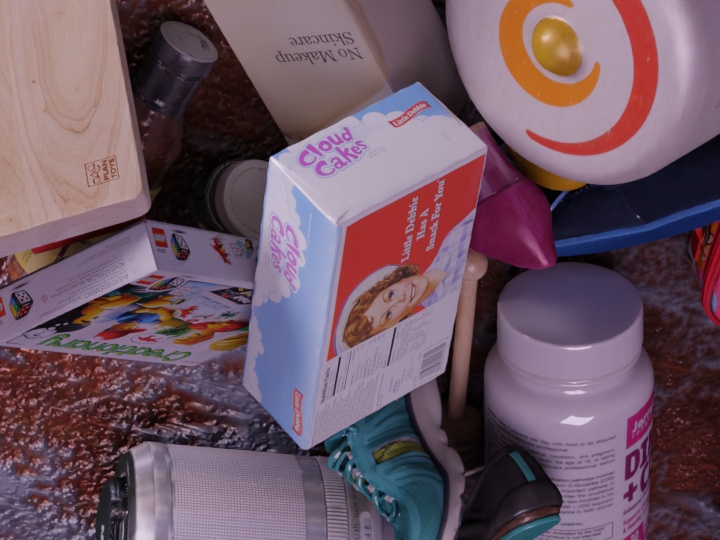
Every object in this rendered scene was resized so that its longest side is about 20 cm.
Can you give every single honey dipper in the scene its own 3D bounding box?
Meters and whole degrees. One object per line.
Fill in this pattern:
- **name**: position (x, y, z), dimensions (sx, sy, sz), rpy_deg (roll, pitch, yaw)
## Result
- **honey dipper**: position (0.068, 0.061, 1.785), dimensions (0.038, 0.038, 0.200), rpy_deg (-1, 133, -7)

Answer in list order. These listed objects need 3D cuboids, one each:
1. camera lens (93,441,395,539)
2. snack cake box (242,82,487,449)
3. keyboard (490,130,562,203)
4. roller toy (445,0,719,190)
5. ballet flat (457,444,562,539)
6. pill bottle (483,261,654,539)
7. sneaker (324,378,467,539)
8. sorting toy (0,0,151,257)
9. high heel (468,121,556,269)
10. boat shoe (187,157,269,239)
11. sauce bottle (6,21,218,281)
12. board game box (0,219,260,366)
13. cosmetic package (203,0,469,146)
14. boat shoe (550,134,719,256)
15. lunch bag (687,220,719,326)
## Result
- **camera lens**: position (-0.076, 0.201, 1.806), dimensions (0.200, 0.160, 0.160), rpy_deg (6, 125, -11)
- **snack cake box**: position (0.000, 0.000, 1.578), dimensions (0.115, 0.067, 0.200), rpy_deg (-27, 146, -29)
- **keyboard**: position (0.166, -0.112, 1.689), dimensions (0.200, 0.040, 0.104), rpy_deg (-38, 122, 18)
- **roller toy**: position (0.145, -0.148, 1.555), dimensions (0.200, 0.140, 0.183), rpy_deg (-14, 102, 47)
- **ballet flat**: position (0.072, 0.174, 1.783), dimensions (0.068, 0.068, 0.200), rpy_deg (-11, 156, -35)
- **pill bottle**: position (0.138, 0.102, 1.792), dimensions (0.113, 0.113, 0.200), rpy_deg (-5, 126, -4)
- **sneaker**: position (0.015, 0.131, 1.743), dimensions (0.080, 0.200, 0.078), rpy_deg (10, 126, -23)
- **sorting toy**: position (-0.224, -0.073, 1.576), dimensions (0.199, 0.200, 0.070), rpy_deg (-16, 143, 4)
- **high heel**: position (0.083, -0.023, 1.653), dimensions (0.067, 0.096, 0.200), rpy_deg (-28, 170, -13)
- **boat shoe**: position (-0.028, -0.012, 1.735), dimensions (0.200, 0.073, 0.062), rpy_deg (32, 159, -34)
- **sauce bottle**: position (-0.150, -0.065, 1.665), dimensions (0.066, 0.066, 0.200), rpy_deg (24, 120, -22)
- **board game box**: position (-0.114, 0.016, 1.614), dimensions (0.126, 0.035, 0.200), rpy_deg (-24, 162, 29)
- **cosmetic package**: position (-0.025, -0.159, 1.586), dimensions (0.103, 0.073, 0.200), rpy_deg (-2, 133, 36)
- **boat shoe**: position (0.186, -0.057, 1.694), dimensions (0.200, 0.069, 0.084), rpy_deg (-17, 170, 32)
- **lunch bag**: position (0.295, -0.050, 1.730), dimensions (0.176, 0.082, 0.200), rpy_deg (10, 124, -9)
